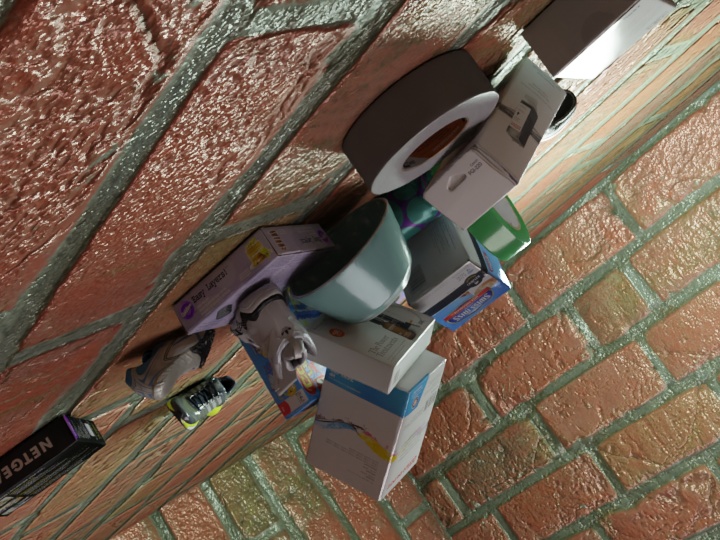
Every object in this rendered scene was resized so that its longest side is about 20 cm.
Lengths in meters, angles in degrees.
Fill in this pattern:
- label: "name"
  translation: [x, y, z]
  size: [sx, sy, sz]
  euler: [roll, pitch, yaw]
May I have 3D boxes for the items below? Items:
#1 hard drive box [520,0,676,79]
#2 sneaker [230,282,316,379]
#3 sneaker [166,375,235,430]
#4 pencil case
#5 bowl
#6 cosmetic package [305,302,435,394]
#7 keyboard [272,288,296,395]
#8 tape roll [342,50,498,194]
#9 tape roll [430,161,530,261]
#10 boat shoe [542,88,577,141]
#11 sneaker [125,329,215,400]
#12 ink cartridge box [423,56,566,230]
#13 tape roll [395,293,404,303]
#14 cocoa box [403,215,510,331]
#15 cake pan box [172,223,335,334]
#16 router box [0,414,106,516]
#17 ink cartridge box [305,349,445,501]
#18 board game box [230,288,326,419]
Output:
- label: "hard drive box"
  translation: [0.323, -0.336, 1.366]
  size: [0.156, 0.077, 0.199]
  euler: [-41, 169, 26]
- label: "sneaker"
  translation: [-0.125, 0.098, 1.449]
  size: [0.075, 0.116, 0.200]
  euler: [-32, 170, -18]
- label: "sneaker"
  translation: [-0.306, 0.245, 1.971]
  size: [0.081, 0.074, 0.200]
  euler: [-45, 175, 16]
- label: "pencil case"
  translation: [0.052, -0.075, 1.631]
  size: [0.199, 0.086, 0.092]
  euler: [-39, 154, 21]
- label: "bowl"
  translation: [0.000, 0.000, 1.510]
  size: [0.200, 0.105, 0.202]
  euler: [-40, -161, 17]
- label: "cosmetic package"
  translation: [0.014, 0.101, 1.559]
  size: [0.200, 0.149, 0.052]
  euler: [-41, 147, -62]
- label: "keyboard"
  translation: [-0.120, 0.085, 1.532]
  size: [0.011, 0.203, 0.056]
  euler: [16, 141, -35]
- label: "tape roll"
  translation: [0.075, -0.182, 1.271]
  size: [0.199, 0.067, 0.200]
  euler: [-34, 169, -7]
- label: "tape roll"
  translation: [0.186, -0.109, 1.584]
  size: [0.048, 0.202, 0.200]
  euler: [-36, 170, 19]
- label: "boat shoe"
  translation: [0.278, -0.247, 1.656]
  size: [0.198, 0.075, 0.060]
  euler: [-24, 172, -17]
- label: "sneaker"
  translation: [-0.280, 0.127, 1.537]
  size: [0.200, 0.072, 0.073]
  euler: [-42, 153, -60]
- label: "ink cartridge box"
  translation: [0.185, -0.174, 1.405]
  size: [0.201, 0.084, 0.146]
  euler: [-56, -173, -35]
- label: "tape roll"
  translation: [0.005, 0.058, 2.093]
  size: [0.199, 0.085, 0.200]
  euler: [-35, 171, -6]
- label: "cocoa box"
  translation: [0.138, -0.029, 1.696]
  size: [0.133, 0.202, 0.131]
  euler: [-38, 138, 21]
- label: "cake pan box"
  translation: [-0.146, 0.009, 1.447]
  size: [0.183, 0.053, 0.199]
  euler: [-38, 170, 22]
- label: "router box"
  translation: [-0.507, 0.305, 1.579]
  size: [0.199, 0.051, 0.149]
  euler: [-36, 168, -5]
- label: "ink cartridge box"
  translation: [0.023, 0.223, 1.611]
  size: [0.146, 0.144, 0.203]
  euler: [-30, 139, -58]
- label: "board game box"
  translation: [-0.107, 0.122, 1.662]
  size: [0.056, 0.202, 0.195]
  euler: [-35, 171, 23]
